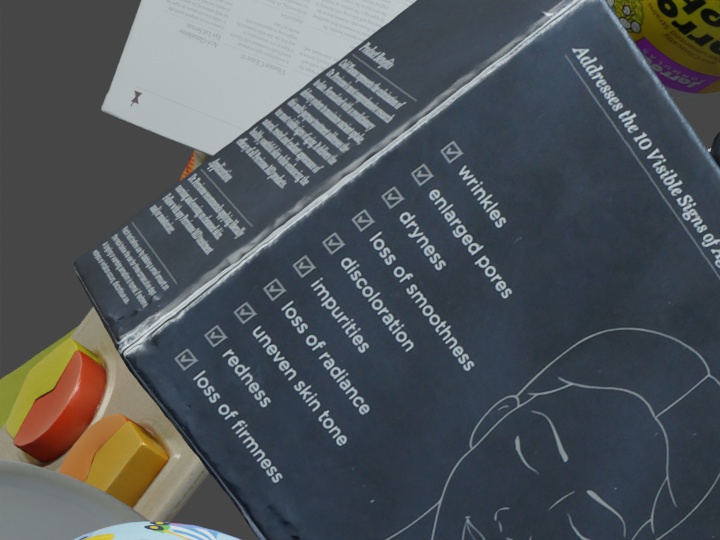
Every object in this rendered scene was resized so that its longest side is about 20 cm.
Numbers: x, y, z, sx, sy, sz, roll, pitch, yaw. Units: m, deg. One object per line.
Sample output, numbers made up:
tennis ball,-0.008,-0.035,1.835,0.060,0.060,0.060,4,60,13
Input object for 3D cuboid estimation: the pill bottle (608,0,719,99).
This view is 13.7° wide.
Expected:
pill bottle,0.161,-0.138,1.321,0.104,0.104,0.200,-48,7,-28

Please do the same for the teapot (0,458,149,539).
teapot,-0.147,0.173,1.106,0.200,0.197,0.146,-27,-29,-43

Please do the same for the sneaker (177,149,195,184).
sneaker,-0.063,-0.028,1.478,0.077,0.073,0.200,-47,-5,-24

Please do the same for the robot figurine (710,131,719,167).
robot figurine,0.217,-0.074,1.083,0.200,0.150,0.125,-40,8,-13

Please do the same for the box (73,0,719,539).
box,0.041,0.026,1.043,0.197,0.200,0.124,-37,19,-1

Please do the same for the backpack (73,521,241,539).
backpack,-0.059,0.163,0.906,0.182,0.200,0.135,-31,21,16

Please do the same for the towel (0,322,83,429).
towel,-0.158,0.062,1.504,0.200,0.018,0.086,-31,20,42

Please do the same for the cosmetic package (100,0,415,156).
cosmetic package,-0.007,-0.107,1.294,0.200,0.052,0.151,24,93,38

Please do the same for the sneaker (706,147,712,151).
sneaker,0.117,0.001,1.172,0.200,0.072,0.072,-27,1,9

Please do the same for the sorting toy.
sorting toy,-0.100,0.048,1.337,0.200,0.036,0.185,-57,28,6
